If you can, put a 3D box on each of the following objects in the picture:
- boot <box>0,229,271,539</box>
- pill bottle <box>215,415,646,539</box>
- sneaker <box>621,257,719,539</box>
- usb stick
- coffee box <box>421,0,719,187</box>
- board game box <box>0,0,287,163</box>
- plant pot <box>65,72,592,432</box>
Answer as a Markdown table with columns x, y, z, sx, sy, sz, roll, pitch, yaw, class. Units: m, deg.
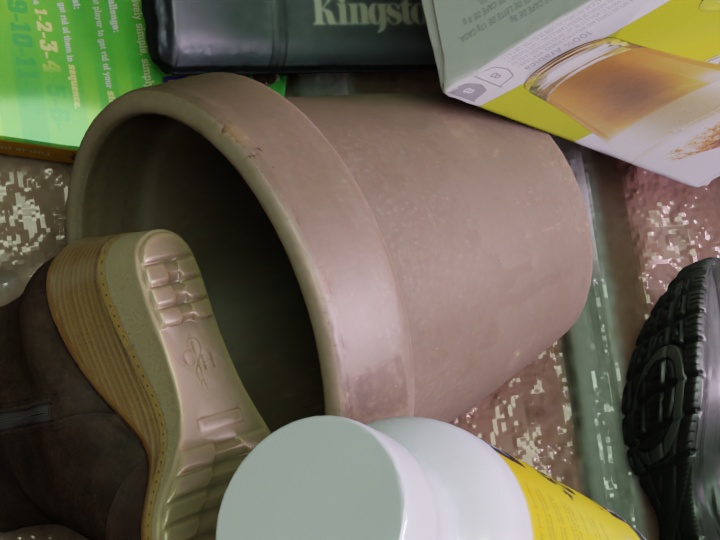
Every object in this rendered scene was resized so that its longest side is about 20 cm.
| x | y | z | sx | sy | sz | roll | pitch | yaw | class |
| --- | --- | --- | --- | --- | --- | --- | --- | --- | --- |
| -0.101 | 0.090 | 1.213 | 0.072 | 0.166 | 0.200 | -5 | 77 | -36 | boot |
| 0.032 | 0.120 | 1.132 | 0.112 | 0.200 | 0.112 | -12 | 66 | 28 | pill bottle |
| 0.171 | 0.094 | 1.311 | 0.091 | 0.076 | 0.200 | 0 | 82 | -20 | sneaker |
| -0.003 | -0.115 | 1.331 | 0.200 | 0.033 | 0.056 | -2 | 76 | -23 | usb stick |
| 0.147 | -0.180 | 1.255 | 0.198 | 0.200 | 0.200 | 17 | 53 | -48 | coffee box |
| -0.132 | -0.097 | 1.323 | 0.200 | 0.030 | 0.096 | 7 | 74 | -7 | board game box |
| 0.000 | 0.000 | 1.250 | 0.175 | 0.200 | 0.200 | -18 | 78 | -31 | plant pot |
